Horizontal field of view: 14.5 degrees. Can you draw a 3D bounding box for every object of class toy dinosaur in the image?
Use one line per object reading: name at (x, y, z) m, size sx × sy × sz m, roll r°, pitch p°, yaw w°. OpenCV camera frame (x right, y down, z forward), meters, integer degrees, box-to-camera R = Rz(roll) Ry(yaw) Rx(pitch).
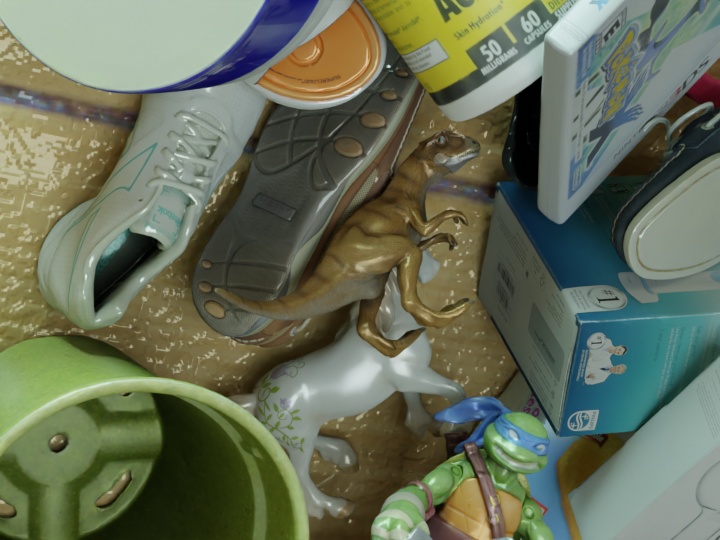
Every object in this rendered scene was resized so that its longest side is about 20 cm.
toy dinosaur at (0.000, 0.000, 1.575) m, size 0.200 × 0.060 × 0.106 m, roll -44°, pitch 102°, yaw -33°

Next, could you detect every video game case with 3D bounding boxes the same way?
video game case at (0.163, -0.133, 1.544) m, size 0.182 × 0.022 × 0.200 m, roll -46°, pitch 161°, yaw -17°

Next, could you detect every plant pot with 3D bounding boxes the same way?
plant pot at (-0.150, 0.125, 1.560) m, size 0.199 × 0.184 × 0.202 m, roll -6°, pitch 109°, yaw -18°

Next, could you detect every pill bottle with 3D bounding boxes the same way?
pill bottle at (0.035, -0.189, 1.519) m, size 0.111 × 0.111 × 0.200 m, roll -38°, pitch 99°, yaw -4°

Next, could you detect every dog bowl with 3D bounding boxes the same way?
dog bowl at (-0.105, -0.192, 1.466) m, size 0.199 × 0.079 × 0.202 m, roll 4°, pitch 99°, yaw 25°

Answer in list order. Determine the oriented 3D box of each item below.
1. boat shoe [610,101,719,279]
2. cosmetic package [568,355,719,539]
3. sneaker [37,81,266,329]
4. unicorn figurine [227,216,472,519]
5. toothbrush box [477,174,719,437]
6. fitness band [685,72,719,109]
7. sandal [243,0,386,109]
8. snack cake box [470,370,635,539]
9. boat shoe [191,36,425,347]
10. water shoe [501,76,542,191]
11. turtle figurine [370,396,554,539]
boat shoe at (0.208, -0.065, 1.621) m, size 0.200 × 0.062 × 0.075 m, roll -37°, pitch 139°, yaw -25°
cosmetic package at (0.244, 0.123, 1.641) m, size 0.199 × 0.052 × 0.151 m, roll 13°, pitch 138°, yaw -35°
sneaker at (-0.104, -0.050, 1.578) m, size 0.070 × 0.080 × 0.201 m, roll 30°, pitch 94°, yaw -23°
unicorn figurine at (0.004, 0.058, 1.653) m, size 0.200 × 0.074 × 0.138 m, roll -36°, pitch 119°, yaw -8°
toothbrush box at (0.187, 0.015, 1.656) m, size 0.199 × 0.147 × 0.086 m, roll -5°, pitch 125°, yaw -18°
fitness band at (0.258, -0.176, 1.688) m, size 0.199 × 0.037 × 0.144 m, roll -24°, pitch 111°, yaw -11°
sandal at (-0.073, -0.165, 1.526) m, size 0.207 × 0.059 × 0.079 m, roll 44°, pitch 92°, yaw -8°
snack cake box at (0.164, 0.140, 1.739) m, size 0.200 × 0.067 × 0.115 m, roll 36°, pitch 94°, yaw -26°
boat shoe at (-0.023, -0.044, 1.619) m, size 0.201 × 0.076 × 0.072 m, roll -55°, pitch 147°, yaw -5°
water shoe at (0.133, -0.137, 1.610) m, size 0.071 × 0.079 × 0.201 m, roll 19°, pitch 113°, yaw 15°
turtle figurine at (0.058, 0.187, 1.577) m, size 0.143 × 0.200 × 0.195 m, roll 4°, pitch 125°, yaw -48°
